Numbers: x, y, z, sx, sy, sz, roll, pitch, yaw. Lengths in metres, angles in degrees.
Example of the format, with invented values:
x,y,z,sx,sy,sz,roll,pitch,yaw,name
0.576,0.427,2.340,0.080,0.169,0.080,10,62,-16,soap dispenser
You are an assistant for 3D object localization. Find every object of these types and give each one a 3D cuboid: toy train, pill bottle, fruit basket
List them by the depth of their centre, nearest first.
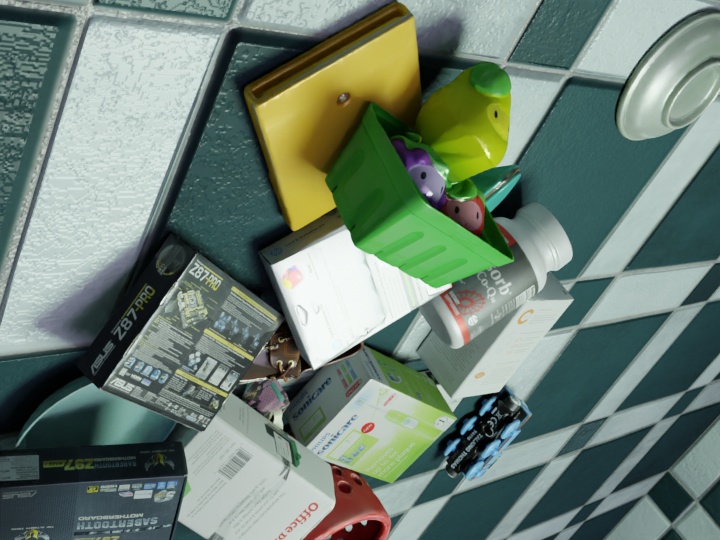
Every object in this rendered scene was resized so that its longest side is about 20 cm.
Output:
x,y,z,sx,sy,sz,roll,pitch,yaw,name
0.090,-0.101,0.939,0.213,0.157,0.217,-17,147,-12,fruit basket
0.171,0.002,1.233,0.199,0.116,0.116,-34,149,-9,pill bottle
0.235,0.304,1.734,0.201,0.087,0.114,-53,156,18,toy train

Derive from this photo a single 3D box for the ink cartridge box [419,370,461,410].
x,y,z,sx,sy,sz,roll,pitch,yaw,name
0.090,0.205,1.487,0.198,0.039,0.100,-4,134,-46,ink cartridge box

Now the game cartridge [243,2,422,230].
x,y,z,sx,sy,sz,roll,pitch,yaw,name
-0.018,-0.145,0.928,0.175,0.033,0.201,-32,151,-12,game cartridge

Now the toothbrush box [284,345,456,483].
x,y,z,sx,sy,sz,roll,pitch,yaw,name
0.015,0.202,1.319,0.146,0.086,0.199,-46,133,14,toothbrush box

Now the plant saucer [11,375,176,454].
x,y,z,sx,sy,sz,roll,pitch,yaw,name
-0.294,0.171,1.037,0.198,0.036,0.201,-27,146,-19,plant saucer

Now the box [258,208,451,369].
x,y,z,sx,sy,sz,roll,pitch,yaw,name
0.000,0.000,1.070,0.199,0.041,0.157,-31,126,-16,box

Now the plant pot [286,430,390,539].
x,y,z,sx,sy,sz,roll,pitch,yaw,name
-0.083,0.342,1.340,0.199,0.183,0.202,-27,148,-18,plant pot

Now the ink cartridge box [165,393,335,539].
x,y,z,sx,sy,sz,roll,pitch,yaw,name
-0.149,0.259,1.160,0.200,0.085,0.146,40,104,-21,ink cartridge box

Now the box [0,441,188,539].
x,y,z,sx,sy,sz,roll,pitch,yaw,name
-0.297,0.256,1.016,0.197,0.051,0.159,2,133,-22,box

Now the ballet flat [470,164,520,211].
x,y,z,sx,sy,sz,roll,pitch,yaw,name
0.115,-0.073,1.111,0.067,0.071,0.201,-29,161,-37,ballet flat

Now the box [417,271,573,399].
x,y,z,sx,sy,sz,roll,pitch,yaw,name
0.196,0.082,1.381,0.123,0.098,0.201,0,132,-46,box

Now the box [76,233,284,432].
x,y,z,sx,sy,sz,roll,pitch,yaw,name
-0.179,0.073,0.981,0.162,0.049,0.200,-54,150,-4,box

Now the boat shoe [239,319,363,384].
x,y,z,sx,sy,sz,roll,pitch,yaw,name
-0.087,0.096,1.128,0.198,0.071,0.071,-20,146,-27,boat shoe

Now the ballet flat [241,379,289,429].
x,y,z,sx,sy,sz,roll,pitch,yaw,name
-0.141,0.223,1.233,0.069,0.071,0.201,-13,141,-40,ballet flat

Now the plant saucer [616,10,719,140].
x,y,z,sx,sy,sz,roll,pitch,yaw,name
0.433,-0.246,1.251,0.198,0.050,0.201,-28,148,-19,plant saucer
